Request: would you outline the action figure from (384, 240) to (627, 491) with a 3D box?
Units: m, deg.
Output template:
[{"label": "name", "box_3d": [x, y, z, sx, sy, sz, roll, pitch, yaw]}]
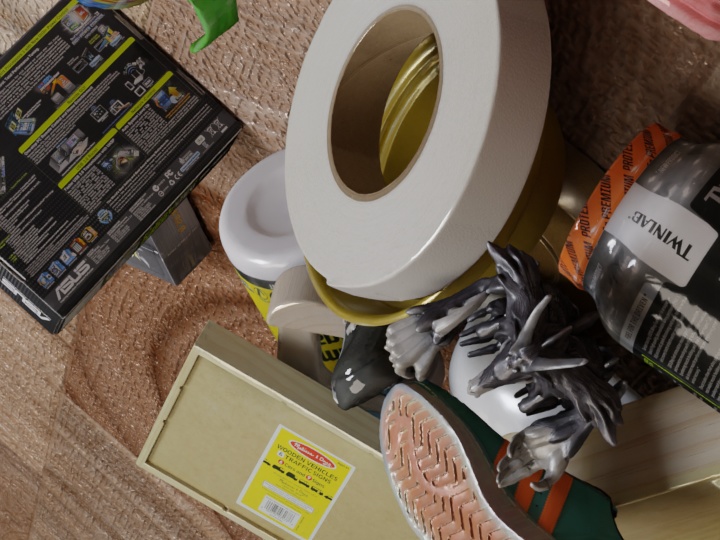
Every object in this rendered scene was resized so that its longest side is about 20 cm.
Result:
[{"label": "action figure", "box_3d": [0.082, 0.052, 1.040, 0.119, 0.102, 0.200, 53, -175, 7]}]

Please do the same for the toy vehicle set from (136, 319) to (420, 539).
[{"label": "toy vehicle set", "box_3d": [-0.038, 0.129, 1.299, 0.199, 0.027, 0.125, 31, 130, -1]}]

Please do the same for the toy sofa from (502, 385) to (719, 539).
[{"label": "toy sofa", "box_3d": [0.170, 0.132, 1.160, 0.199, 0.098, 0.083, -24, 137, 36]}]

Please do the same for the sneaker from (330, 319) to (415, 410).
[{"label": "sneaker", "box_3d": [0.000, 0.000, 1.217, 0.075, 0.200, 0.116, -30, 100, 23]}]

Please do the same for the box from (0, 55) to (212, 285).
[{"label": "box", "box_3d": [-0.226, -0.083, 1.617, 0.199, 0.048, 0.159, 21, 149, 39]}]

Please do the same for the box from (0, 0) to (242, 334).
[{"label": "box", "box_3d": [-0.205, -0.081, 1.408, 0.160, 0.200, 0.044, 41, 156, 0]}]

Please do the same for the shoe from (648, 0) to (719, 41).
[{"label": "shoe", "box_3d": [0.127, -0.185, 0.897, 0.200, 0.072, 0.091, 42, 150, -10]}]

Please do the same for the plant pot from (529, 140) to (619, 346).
[{"label": "plant pot", "box_3d": [0.105, -0.021, 1.256, 0.199, 0.028, 0.201, 34, 154, 19]}]

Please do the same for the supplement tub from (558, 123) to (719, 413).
[{"label": "supplement tub", "box_3d": [0.210, 0.016, 1.043, 0.199, 0.123, 0.123, 34, 155, 15]}]

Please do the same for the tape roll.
[{"label": "tape roll", "box_3d": [0.026, -0.085, 1.077, 0.037, 0.205, 0.202, 15, 171, -33]}]

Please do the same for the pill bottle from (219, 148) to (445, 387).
[{"label": "pill bottle", "box_3d": [-0.011, 0.017, 1.381, 0.112, 0.113, 0.201, 21, 151, 39]}]

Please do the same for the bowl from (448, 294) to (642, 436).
[{"label": "bowl", "box_3d": [0.124, 0.108, 1.291, 0.201, 0.091, 0.201, 40, 173, 6]}]

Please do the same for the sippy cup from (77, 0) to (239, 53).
[{"label": "sippy cup", "box_3d": [-0.145, -0.218, 1.196, 0.130, 0.138, 0.179, 143, 123, -76]}]

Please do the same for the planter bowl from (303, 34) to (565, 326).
[{"label": "planter bowl", "box_3d": [0.056, -0.056, 1.138, 0.083, 0.202, 0.200, 19, 171, -34]}]

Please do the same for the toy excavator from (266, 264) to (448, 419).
[{"label": "toy excavator", "box_3d": [-0.003, 0.102, 1.329, 0.199, 0.100, 0.195, 26, 133, -16]}]

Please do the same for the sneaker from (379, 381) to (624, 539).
[{"label": "sneaker", "box_3d": [0.088, 0.135, 1.107, 0.200, 0.080, 0.072, 49, 129, 32]}]
